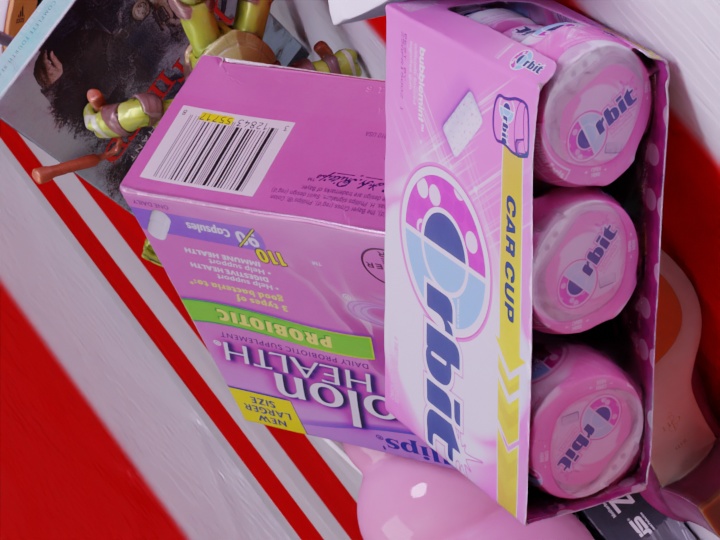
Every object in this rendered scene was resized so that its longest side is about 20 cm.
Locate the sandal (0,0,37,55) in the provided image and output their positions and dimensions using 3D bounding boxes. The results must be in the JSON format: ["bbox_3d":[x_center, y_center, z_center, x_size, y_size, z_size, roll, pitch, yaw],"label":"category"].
[{"bbox_3d":[-0.183,-0.228,1.323,0.059,0.208,0.079,13,-166,4],"label":"sandal"}]

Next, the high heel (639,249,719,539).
[{"bbox_3d":[0.126,0.041,0.991,0.200,0.067,0.096,52,174,-29],"label":"high heel"}]

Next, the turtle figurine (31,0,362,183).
[{"bbox_3d":[-0.082,-0.112,1.147,0.064,0.199,0.162,-126,30,-56],"label":"turtle figurine"}]

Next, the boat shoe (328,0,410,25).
[{"bbox_3d":[0.020,-0.146,0.869,0.200,0.069,0.067,168,88,-83],"label":"boat shoe"}]

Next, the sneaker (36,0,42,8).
[{"bbox_3d":[-0.156,-0.176,1.388,0.090,0.079,0.199,34,160,-30],"label":"sneaker"}]

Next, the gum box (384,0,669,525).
[{"bbox_3d":[0.065,-0.014,0.872,0.113,0.066,0.201,36,133,53],"label":"gum box"}]

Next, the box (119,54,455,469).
[{"bbox_3d":[0.000,0.000,1.104,0.175,0.097,0.201,11,146,29],"label":"box"}]

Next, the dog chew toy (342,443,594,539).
[{"bbox_3d":[0.055,0.139,1.201,0.201,0.124,0.125,61,170,8],"label":"dog chew toy"}]

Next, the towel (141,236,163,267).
[{"bbox_3d":[-0.097,-0.038,1.475,0.086,0.018,0.200,31,-156,-9],"label":"towel"}]

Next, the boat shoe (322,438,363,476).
[{"bbox_3d":[-0.009,0.077,1.341,0.070,0.071,0.200,2,-141,-47],"label":"boat shoe"}]

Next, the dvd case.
[{"bbox_3d":[-0.117,-0.112,1.201,0.022,0.146,0.200,36,177,30],"label":"dvd case"}]

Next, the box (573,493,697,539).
[{"bbox_3d":[0.131,0.146,1.296,0.161,0.049,0.200,50,166,16],"label":"box"}]

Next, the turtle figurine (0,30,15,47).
[{"bbox_3d":[-0.174,-0.153,1.240,0.144,0.199,0.195,38,148,36],"label":"turtle figurine"}]
